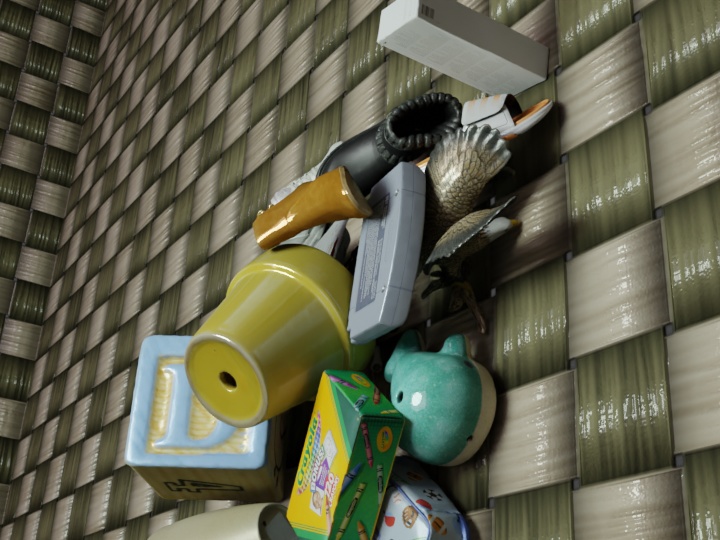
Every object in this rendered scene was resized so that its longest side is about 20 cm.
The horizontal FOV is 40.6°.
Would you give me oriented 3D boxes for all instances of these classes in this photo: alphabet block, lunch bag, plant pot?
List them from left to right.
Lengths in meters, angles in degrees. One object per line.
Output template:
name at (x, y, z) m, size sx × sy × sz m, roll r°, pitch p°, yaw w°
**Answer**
alphabet block at (-0.211, 0.218, 1.409) m, size 0.200 × 0.196 × 0.196 m, roll 83°, pitch -170°, yaw -65°
plant pot at (-0.177, 0.407, 1.363) m, size 0.200 × 0.187 × 0.188 m, roll -36°, pitch 43°, yaw 28°
plant pot at (-0.111, 0.093, 1.210) m, size 0.201 × 0.201 × 0.189 m, roll -41°, pitch -2°, yaw 42°
lunch bag at (0.039, 0.313, 1.129) m, size 0.200 × 0.075 × 0.160 m, roll 40°, pitch 114°, yaw 60°

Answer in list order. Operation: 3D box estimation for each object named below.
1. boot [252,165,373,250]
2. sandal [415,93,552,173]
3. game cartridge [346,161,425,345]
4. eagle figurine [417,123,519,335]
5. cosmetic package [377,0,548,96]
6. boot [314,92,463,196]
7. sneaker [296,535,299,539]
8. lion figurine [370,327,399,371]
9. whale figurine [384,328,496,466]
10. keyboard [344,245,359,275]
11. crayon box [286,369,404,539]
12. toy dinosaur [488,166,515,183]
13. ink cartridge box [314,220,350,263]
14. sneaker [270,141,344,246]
boot at (-0.064, -0.067, 1.196) m, size 0.144 × 0.071 × 0.201 m, roll -32°, pitch 13°, yaw 2°
sandal at (0.128, -0.169, 1.168) m, size 0.206 × 0.059 × 0.079 m, roll -24°, pitch 10°, yaw 17°
game cartridge at (0.032, -0.020, 1.146) m, size 0.133 × 0.041 × 0.200 m, roll 138°, pitch 143°, yaw -67°
eagle figurine at (0.117, -0.051, 1.128) m, size 0.152 × 0.200 × 0.151 m, roll 32°, pitch 60°, yaw 28°
cosmetic package at (0.126, -0.274, 1.180) m, size 0.083 × 0.200 × 0.051 m, roll -21°, pitch 57°, yaw 54°
boot at (0.033, -0.160, 1.287) m, size 0.211 × 0.079 × 0.158 m, roll -39°, pitch 10°, yaw -2°
sneaker at (-0.048, 0.358, 1.272) m, size 0.082 × 0.073 × 0.200 m, roll 12°, pitch 91°, yaw 46°
lion figurine at (-0.024, 0.115, 1.369) m, size 0.200 × 0.072 × 0.123 m, roll -44°, pitch 29°, yaw 17°
whale figurine at (0.071, 0.139, 1.138) m, size 0.159 × 0.104 × 0.200 m, roll -63°, pitch 32°, yaw 15°
keyboard at (0.000, 0.000, 1.352) m, size 0.104 × 0.040 × 0.200 m, roll -24°, pitch 36°, yaw 52°
crayon box at (-0.020, 0.230, 1.120) m, size 0.119 × 0.058 × 0.200 m, roll 41°, pitch 120°, yaw 60°
toy dinosaur at (0.132, -0.132, 1.256) m, size 0.200 × 0.047 × 0.088 m, roll -18°, pitch 62°, yaw 50°
ink cartridge box at (-0.045, 0.010, 1.398) m, size 0.200 × 0.050 × 0.162 m, roll -37°, pitch 31°, yaw 64°
sneaker at (-0.081, -0.119, 1.552) m, size 0.200 × 0.100 × 0.075 m, roll -62°, pitch 28°, yaw 15°
